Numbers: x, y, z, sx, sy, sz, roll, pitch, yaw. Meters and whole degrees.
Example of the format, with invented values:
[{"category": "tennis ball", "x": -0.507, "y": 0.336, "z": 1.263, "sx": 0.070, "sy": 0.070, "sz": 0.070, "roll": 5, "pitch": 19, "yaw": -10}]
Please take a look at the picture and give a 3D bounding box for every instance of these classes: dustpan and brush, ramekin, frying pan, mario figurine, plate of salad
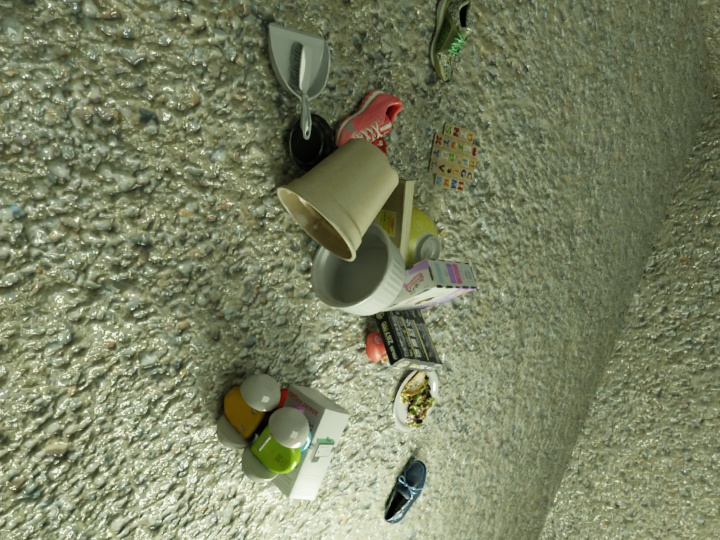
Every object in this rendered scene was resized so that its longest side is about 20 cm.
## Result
[{"category": "dustpan and brush", "x": -0.111, "y": -0.355, "z": 0.973, "sx": 0.139, "sy": 0.057, "sz": 0.201, "roll": -7, "pitch": 108, "yaw": -42}, {"category": "ramekin", "x": 0.000, "y": 0.000, "z": 1.102, "sx": 0.098, "sy": 0.200, "sz": 0.201, "roll": 35, "pitch": 79, "yaw": -51}, {"category": "frying pan", "x": -0.080, "y": -0.245, "z": 1.059, "sx": 0.190, "sy": 0.031, "sz": 0.116, "roll": 31, "pitch": 81, "yaw": -48}, {"category": "mario figurine", "x": 0.101, "y": 0.196, "z": 1.307, "sx": 0.199, "sy": 0.123, "sz": 0.107, "roll": 20, "pitch": 86, "yaw": -40}, {"category": "plate of salad", "x": 0.172, "y": 0.379, "z": 1.486, "sx": 0.199, "sy": 0.048, "sz": 0.202, "roll": -16, "pitch": 113, "yaw": -41}]

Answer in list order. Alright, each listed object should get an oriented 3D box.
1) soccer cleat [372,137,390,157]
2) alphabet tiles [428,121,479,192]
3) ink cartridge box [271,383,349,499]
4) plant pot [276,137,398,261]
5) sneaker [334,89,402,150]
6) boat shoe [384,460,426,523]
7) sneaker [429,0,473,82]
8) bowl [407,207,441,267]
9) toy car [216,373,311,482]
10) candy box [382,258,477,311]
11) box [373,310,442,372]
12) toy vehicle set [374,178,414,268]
[{"category": "soccer cleat", "x": 0.016, "y": -0.227, "z": 1.134, "sx": 0.069, "sy": 0.085, "sz": 0.201, "roll": 36, "pitch": 55, "yaw": -60}, {"category": "alphabet tiles", "x": 0.256, "y": -0.304, "z": 1.380, "sx": 0.199, "sy": 0.006, "sz": 0.168, "roll": 2, "pitch": 101, "yaw": -44}, {"category": "ink cartridge box", "x": -0.130, "y": 0.373, "z": 1.126, "sx": 0.084, "sy": 0.146, "sz": 0.201, "roll": 28, "pitch": 83, "yaw": -43}, {"category": "plant pot", "x": -0.031, "y": -0.153, "z": 1.004, "sx": 0.184, "sy": 0.200, "sz": 0.201, "roll": -49, "pitch": 131, "yaw": -14}, {"category": "sneaker", "x": 0.019, "y": -0.308, "z": 1.084, "sx": 0.201, "sy": 0.086, "sz": 0.074, "roll": -57, "pitch": 144, "yaw": -17}, {"category": "boat shoe", "x": 0.138, "y": 0.665, "z": 1.516, "sx": 0.069, "sy": 0.084, "sz": 0.201, "roll": 38, "pitch": 74, "yaw": -55}, {"category": "sneaker", "x": 0.224, "y": -0.555, "z": 1.212, "sx": 0.077, "sy": 0.088, "sz": 0.201, "roll": -11, "pitch": 110, "yaw": -41}, {"category": "bowl", "x": 0.136, "y": -0.057, "z": 1.272, "sx": 0.199, "sy": 0.107, "sz": 0.202, "roll": -15, "pitch": 113, "yaw": -39}, {"category": "toy car", "x": -0.180, "y": 0.309, "z": 1.032, "sx": 0.175, "sy": 0.200, "sz": 0.150, "roll": -54, "pitch": 160, "yaw": 23}, {"category": "candy box", "x": 0.157, "y": 0.038, "z": 1.220, "sx": 0.199, "sy": 0.167, "sz": 0.072, "roll": 3, "pitch": 66, "yaw": -51}, {"category": "box", "x": 0.110, "y": 0.148, "z": 1.264, "sx": 0.161, "sy": 0.201, "sz": 0.049, "roll": 16, "pitch": 134, "yaw": -45}, {"category": "toy vehicle set", "x": 0.061, "y": -0.112, "z": 1.171, "sx": 0.026, "sy": 0.124, "sz": 0.201, "roll": -9, "pitch": 110, "yaw": -41}]
